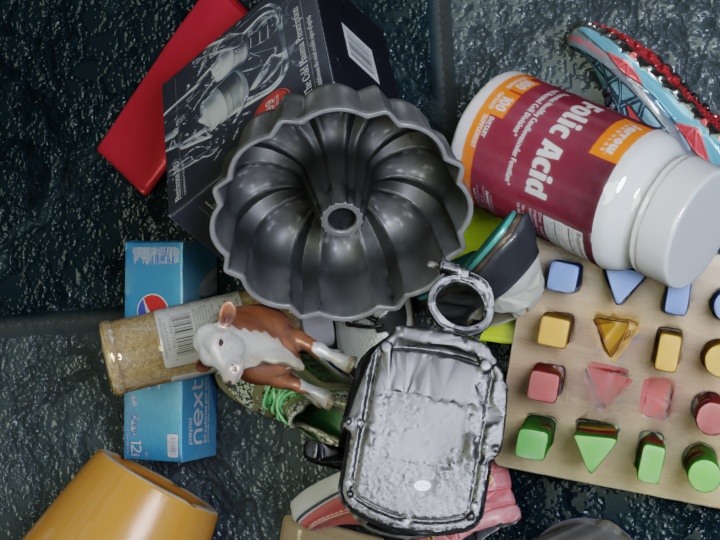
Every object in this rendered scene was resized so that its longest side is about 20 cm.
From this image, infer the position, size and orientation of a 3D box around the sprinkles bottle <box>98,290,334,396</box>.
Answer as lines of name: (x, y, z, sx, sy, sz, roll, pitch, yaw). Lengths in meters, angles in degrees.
sprinkles bottle: (-0.125, 0.055, 1.365, 0.199, 0.068, 0.068, -13, 83, -8)

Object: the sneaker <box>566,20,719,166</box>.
sneaker: (0.224, -0.115, 1.250, 0.096, 0.079, 0.200, -47, 71, 19)

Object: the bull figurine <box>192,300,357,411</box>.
bull figurine: (-0.071, 0.065, 1.236, 0.121, 0.200, 0.065, 26, 92, -4)

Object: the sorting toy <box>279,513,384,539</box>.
sorting toy: (0.004, 0.324, 1.374, 0.199, 0.036, 0.186, 11, 94, 29)

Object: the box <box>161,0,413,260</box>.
box: (-0.068, -0.127, 1.317, 0.182, 0.104, 0.200, -38, 35, 20)

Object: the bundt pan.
bundt pan: (-0.017, -0.060, 1.199, 0.202, 0.202, 0.076, -36, 34, 20)

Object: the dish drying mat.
dish drying mat: (-0.169, -0.170, 1.466, 0.077, 0.018, 0.200, 42, 107, 20)

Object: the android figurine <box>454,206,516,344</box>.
android figurine: (0.129, -0.023, 1.313, 0.181, 0.041, 0.201, 5, 91, 24)

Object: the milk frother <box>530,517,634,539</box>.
milk frother: (0.104, 0.262, 1.240, 0.200, 0.188, 0.181, 40, 104, 20)

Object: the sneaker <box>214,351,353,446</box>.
sneaker: (-0.050, 0.112, 1.368, 0.199, 0.089, 0.077, 19, 97, 24)

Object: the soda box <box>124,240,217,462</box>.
soda box: (-0.174, 0.073, 1.437, 0.064, 0.068, 0.201, 1, 90, 24)

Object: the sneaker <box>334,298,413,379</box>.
sneaker: (0.000, 0.000, 1.342, 0.075, 0.088, 0.201, 1, 87, 24)

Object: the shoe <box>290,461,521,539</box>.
shoe: (0.037, 0.206, 1.331, 0.200, 0.071, 0.091, -24, 71, 16)

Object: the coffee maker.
coffee maker: (0.053, 0.113, 1.201, 0.135, 0.200, 0.192, 34, 81, 3)

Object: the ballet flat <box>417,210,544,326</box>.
ballet flat: (0.106, 0.007, 1.215, 0.073, 0.200, 0.073, 4, 74, -15)

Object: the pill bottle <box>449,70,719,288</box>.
pill bottle: (0.177, -0.069, 1.195, 0.200, 0.114, 0.114, 28, 101, 32)

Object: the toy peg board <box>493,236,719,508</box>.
toy peg board: (0.214, 0.078, 1.216, 0.199, 0.098, 0.200, 10, 94, 9)

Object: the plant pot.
plant pot: (-0.226, 0.270, 1.402, 0.200, 0.200, 0.184, 26, 85, 23)
